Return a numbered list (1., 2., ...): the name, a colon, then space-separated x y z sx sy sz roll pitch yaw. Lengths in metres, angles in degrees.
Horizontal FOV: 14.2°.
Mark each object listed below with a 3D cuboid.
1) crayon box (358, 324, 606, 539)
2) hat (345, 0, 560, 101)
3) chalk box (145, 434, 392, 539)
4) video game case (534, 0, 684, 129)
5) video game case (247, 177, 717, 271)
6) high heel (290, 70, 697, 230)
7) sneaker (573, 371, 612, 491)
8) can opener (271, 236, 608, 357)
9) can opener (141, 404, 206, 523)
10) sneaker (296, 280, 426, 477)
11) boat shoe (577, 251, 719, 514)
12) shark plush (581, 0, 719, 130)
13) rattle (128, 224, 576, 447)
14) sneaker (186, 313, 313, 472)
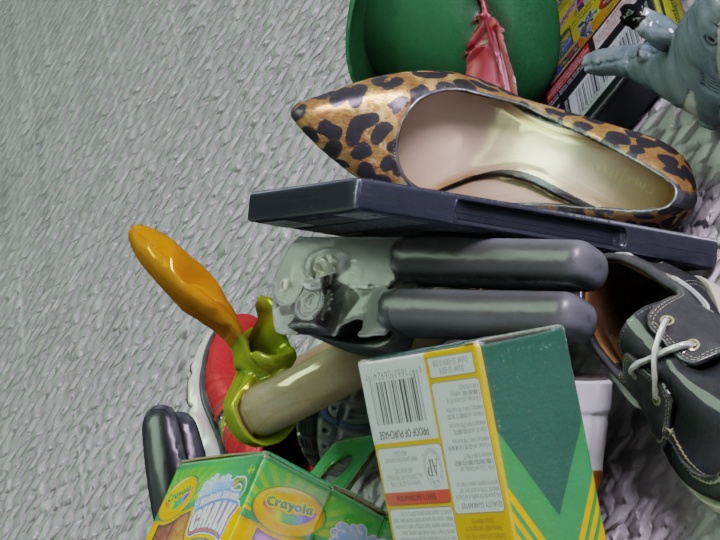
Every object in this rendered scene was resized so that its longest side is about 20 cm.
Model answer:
1. crayon box: 0.064 0.132 1.357 0.126 0.051 0.201 -13 87 64
2. hat: 0.104 -0.127 1.657 0.176 0.165 0.201 28 104 32
3. chalk box: -0.047 0.174 1.562 0.124 0.123 0.201 -17 47 63
4. video game case: 0.116 -0.105 1.698 0.200 0.025 0.181 -52 22 25
5. video game case: 0.060 -0.020 1.469 0.143 0.199 0.019 176 101 -66
6. high heel: 0.072 -0.062 1.497 0.143 0.199 0.072 -159 81 -73
7. sneaker: 0.076 0.089 1.462 0.200 0.072 0.085 -170 81 -82
8. can opener: 0.041 0.014 1.439 0.199 0.067 0.054 2 71 37
9. can opener: -0.092 0.175 1.683 0.078 0.063 0.201 -17 67 7
10. sneaker: 0.013 0.026 1.670 0.087 0.074 0.201 -87 13 -70
11. boat shoe: 0.148 0.050 1.349 0.072 0.067 0.200 -53 23 15
12. shark plush: 0.173 -0.122 1.496 0.091 0.083 0.200 -60 20 2
13. rattle: 0.000 0.000 1.563 0.199 0.130 0.143 -30 74 18
14. sneaker: -0.052 0.099 1.772 0.085 0.077 0.201 -42 37 30
